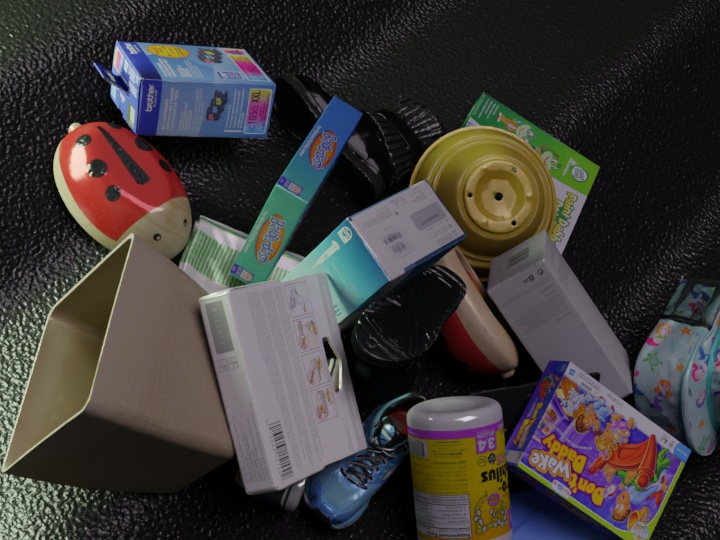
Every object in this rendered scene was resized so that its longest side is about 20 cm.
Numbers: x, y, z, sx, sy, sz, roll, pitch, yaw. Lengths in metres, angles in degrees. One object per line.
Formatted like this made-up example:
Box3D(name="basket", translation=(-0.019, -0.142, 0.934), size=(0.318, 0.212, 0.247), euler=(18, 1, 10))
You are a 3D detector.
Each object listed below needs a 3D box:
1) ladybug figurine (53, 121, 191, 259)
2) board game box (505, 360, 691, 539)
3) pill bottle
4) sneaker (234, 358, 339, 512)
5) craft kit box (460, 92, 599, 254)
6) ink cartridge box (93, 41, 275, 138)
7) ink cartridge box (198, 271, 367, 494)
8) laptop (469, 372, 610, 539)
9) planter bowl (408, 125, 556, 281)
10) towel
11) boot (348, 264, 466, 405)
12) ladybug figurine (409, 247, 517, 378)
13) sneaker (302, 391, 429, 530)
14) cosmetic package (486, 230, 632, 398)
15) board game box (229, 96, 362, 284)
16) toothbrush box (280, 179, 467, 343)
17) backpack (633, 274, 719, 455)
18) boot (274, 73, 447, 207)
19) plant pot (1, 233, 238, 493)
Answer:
Box3D(name="ladybug figurine", translation=(-0.273, -0.100, 1.493), size=(0.200, 0.072, 0.136), euler=(46, 53, 9))
Box3D(name="board game box", translation=(0.268, 0.212, 1.470), size=(0.200, 0.045, 0.135), euler=(35, 74, -20))
Box3D(name="pill bottle", translation=(0.109, 0.242, 1.386), size=(0.104, 0.104, 0.201), euler=(-9, 97, -29))
Box3D(name="sneaker", translation=(-0.075, 0.165, 1.409), size=(0.079, 0.079, 0.200), euler=(19, 45, 3))
Box3D(name="craft kit box", translation=(0.207, -0.119, 1.747), size=(0.197, 0.049, 0.200), euler=(33, 52, -5))
Box3D(name="ink cartridge box", translation=(-0.219, -0.218, 1.558), size=(0.199, 0.077, 0.136), euler=(-3, 29, -24))
Box3D(name="ink cartridge box", translation=(-0.076, 0.110, 1.323), size=(0.176, 0.045, 0.201), euler=(-11, 87, -59))
Box3D(name="laptop", translation=(0.211, 0.236, 1.472), size=(0.176, 0.201, 0.103), euler=(-6, 26, -25))
Box3D(name="planter bowl", translation=(0.165, -0.089, 1.624), size=(0.199, 0.083, 0.201), euler=(1, 86, -10))
Box3D(name="towel", translation=(-0.148, 0.040, 1.491), size=(0.152, 0.023, 0.201), euler=(22, 52, -12))
Box3D(name="boot", translation=(0.028, 0.096, 1.429), size=(0.076, 0.168, 0.200), euler=(38, 38, 10))
Box3D(name="ladybug figurine", translation=(0.117, 0.046, 1.548), size=(0.072, 0.136, 0.200), euler=(-33, 80, 9))
Box3D(name="sneaker", translation=(0.010, 0.197, 1.419), size=(0.078, 0.090, 0.200), euler=(40, 52, 4))
Box3D(name="cosmetic package", translation=(0.241, 0.066, 1.551), size=(0.200, 0.085, 0.108), euler=(56, 18, -12))
Box3D(name="board game box", translation=(-0.074, -0.091, 1.507), size=(0.045, 0.152, 0.200), euler=(31, 42, -2))
Box3D(name="toothbrush box", translation=(0.000, 0.000, 1.458), size=(0.146, 0.200, 0.085), euler=(-28, 82, -45))
Box3D(name="backpack", translation=(0.420, 0.127, 1.599), size=(0.150, 0.178, 0.200), euler=(15, 47, 38))
Box3D(name="boot", translation=(0.001, -0.196, 1.674), size=(0.158, 0.079, 0.211), euler=(-41, 92, -31))
Box3D(name="plant pot", translation=(-0.220, 0.118, 1.308), size=(0.177, 0.200, 0.200), euler=(27, 51, -25))
